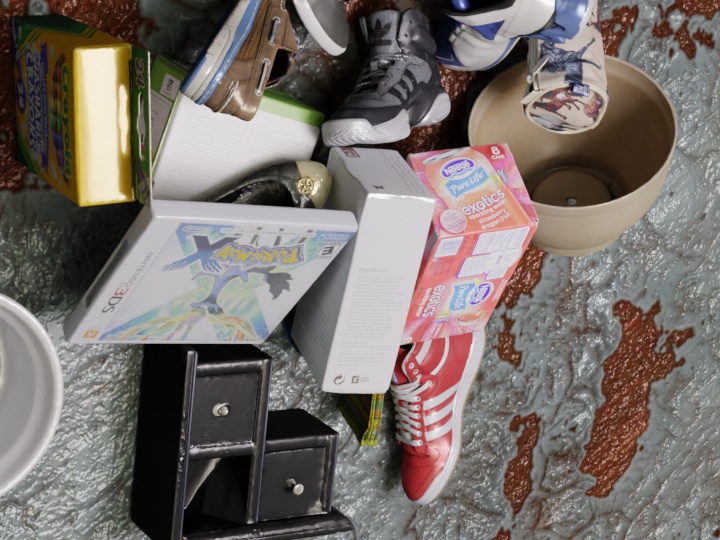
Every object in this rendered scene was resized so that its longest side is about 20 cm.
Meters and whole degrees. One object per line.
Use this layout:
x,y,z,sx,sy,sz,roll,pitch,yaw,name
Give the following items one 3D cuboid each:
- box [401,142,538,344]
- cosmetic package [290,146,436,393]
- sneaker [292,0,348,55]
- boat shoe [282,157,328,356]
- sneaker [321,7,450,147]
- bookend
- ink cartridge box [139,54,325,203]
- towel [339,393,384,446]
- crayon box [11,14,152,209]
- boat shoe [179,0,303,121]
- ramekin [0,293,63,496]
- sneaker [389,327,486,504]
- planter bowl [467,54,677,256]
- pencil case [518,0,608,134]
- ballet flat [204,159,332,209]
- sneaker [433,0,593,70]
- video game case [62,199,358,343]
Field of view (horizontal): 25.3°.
0.082,-0.022,1.505,0.102,0.095,0.200,-8,151,-17,box
0.000,0.000,1.439,0.074,0.102,0.200,2,119,-24,cosmetic package
-0.019,-0.284,1.392,0.099,0.071,0.200,-14,121,11,sneaker
-0.034,-0.005,1.525,0.084,0.069,0.201,-9,112,-30,boat shoe
0.016,-0.179,1.473,0.200,0.075,0.114,-28,111,-59,sneaker
-0.103,0.152,1.519,0.199,0.092,0.199,-2,106,-32,bookend
-0.139,-0.073,1.437,0.148,0.076,0.201,14,103,-34,ink cartridge box
0.006,0.064,1.549,0.018,0.086,0.201,-2,113,-22,towel
-0.227,-0.129,1.287,0.051,0.200,0.126,-8,109,-28,crayon box
-0.092,-0.191,1.378,0.072,0.072,0.200,36,43,-12,boat shoe
-0.359,0.097,1.340,0.200,0.098,0.201,-10,109,-29,ramekin
0.052,0.134,1.622,0.112,0.071,0.201,14,90,-38,sneaker
0.209,-0.099,1.590,0.200,0.200,0.135,-35,147,-18,planter bowl
0.188,-0.235,1.533,0.089,0.078,0.201,23,56,-43,pencil case
-0.109,-0.039,1.378,0.200,0.057,0.067,-27,91,-16,ballet flat
0.111,-0.248,1.467,0.115,0.199,0.081,18,77,-28,sneaker
-0.127,0.006,1.358,0.200,0.022,0.182,1,144,-37,video game case
